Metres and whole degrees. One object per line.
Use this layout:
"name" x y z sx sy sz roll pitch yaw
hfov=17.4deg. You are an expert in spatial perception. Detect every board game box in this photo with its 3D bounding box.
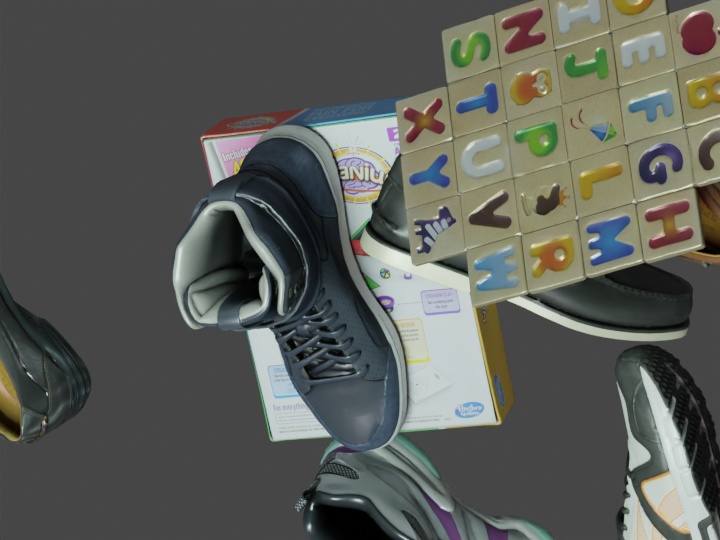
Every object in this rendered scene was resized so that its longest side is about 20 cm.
"board game box" 0.000 0.000 1.413 0.153 0.040 0.200 -5 108 21

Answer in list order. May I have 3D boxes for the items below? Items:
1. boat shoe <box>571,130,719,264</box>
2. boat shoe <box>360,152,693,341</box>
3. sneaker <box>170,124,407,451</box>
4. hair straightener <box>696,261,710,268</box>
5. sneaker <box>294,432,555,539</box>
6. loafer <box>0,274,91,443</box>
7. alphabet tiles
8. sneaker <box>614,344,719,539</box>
"boat shoe" 0.139 -0.059 1.272 0.200 0.068 0.072 27 122 26
"boat shoe" 0.103 -0.012 1.336 0.201 0.074 0.063 19 108 -12
"sneaker" -0.040 0.034 1.337 0.077 0.146 0.203 -14 106 21
"hair straightener" 0.155 -0.064 1.334 0.200 0.041 0.077 32 116 11
"sneaker" 0.045 0.186 1.412 0.200 0.140 0.078 32 116 6
"loafer" -0.261 0.029 1.496 0.200 0.072 0.073 41 118 1
"alphabet tiles" 0.110 -0.073 1.251 0.200 0.006 0.167 -16 66 26
"sneaker" 0.179 0.140 1.388 0.080 0.074 0.200 -12 105 25
